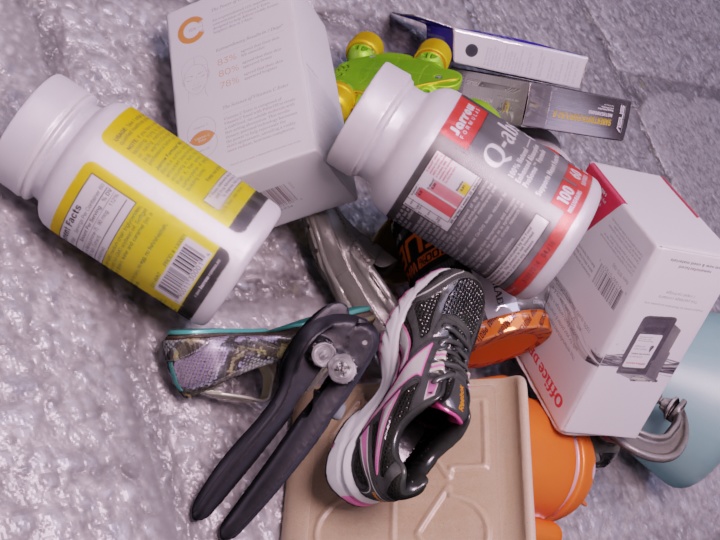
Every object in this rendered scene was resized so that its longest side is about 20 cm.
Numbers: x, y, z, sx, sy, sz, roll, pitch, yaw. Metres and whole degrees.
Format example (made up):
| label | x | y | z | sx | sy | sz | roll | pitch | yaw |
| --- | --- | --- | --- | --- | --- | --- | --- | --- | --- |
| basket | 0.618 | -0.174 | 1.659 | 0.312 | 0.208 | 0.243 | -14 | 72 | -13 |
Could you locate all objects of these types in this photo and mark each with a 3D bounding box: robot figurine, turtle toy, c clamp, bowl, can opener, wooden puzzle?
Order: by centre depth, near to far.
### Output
| label | x | y | z | sx | sy | sz | roll | pitch | yaw |
| --- | --- | --- | --- | --- | --- | --- | --- | --- | --- |
| can opener | -0.054 | 0.116 | 0.794 | 0.063 | 0.079 | 0.200 | 31 | 83 | -3 |
| wooden puzzle | 0.038 | 0.175 | 0.831 | 0.046 | 0.200 | 0.185 | 69 | 20 | -50 |
| robot figurine | 0.132 | 0.169 | 0.955 | 0.200 | 0.117 | 0.144 | 14 | 10 | -37 |
| c clamp | 0.246 | 0.105 | 1.035 | 0.200 | 0.027 | 0.171 | 40 | 34 | 25 |
| turtle toy | 0.048 | -0.168 | 1.088 | 0.200 | 0.101 | 0.146 | 10 | 42 | 14 |
| bowl | 0.329 | 0.123 | 1.140 | 0.105 | 0.201 | 0.201 | 22 | 47 | -6 |

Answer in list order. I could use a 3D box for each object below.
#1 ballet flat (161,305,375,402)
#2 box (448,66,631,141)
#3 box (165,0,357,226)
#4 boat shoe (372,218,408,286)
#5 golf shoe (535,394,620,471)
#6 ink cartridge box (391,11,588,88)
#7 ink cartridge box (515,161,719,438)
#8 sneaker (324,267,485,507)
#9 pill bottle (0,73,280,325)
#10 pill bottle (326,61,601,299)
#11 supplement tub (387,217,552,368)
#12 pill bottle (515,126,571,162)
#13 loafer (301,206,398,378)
| label | x | y | z | sx | sy | sz | roll | pitch | yaw |
| --- | --- | --- | --- | --- | --- | --- | --- | --- | --- |
| ballet flat | -0.070 | 0.072 | 0.866 | 0.200 | 0.072 | 0.072 | -6 | 68 | -37 |
| box | 0.179 | -0.193 | 1.190 | 0.158 | 0.200 | 0.048 | 1 | 105 | -36 |
| box | -0.090 | -0.147 | 0.934 | 0.097 | 0.124 | 0.200 | 47 | 30 | -59 |
| boat shoe | 0.068 | -0.038 | 1.072 | 0.074 | 0.066 | 0.200 | 49 | 52 | 3 |
| golf shoe | 0.205 | 0.123 | 1.094 | 0.073 | 0.092 | 0.200 | 6 | 37 | -24 |
| ink cartridge box | 0.138 | -0.256 | 1.211 | 0.200 | 0.043 | 0.198 | 13 | 13 | -8 |
| ink cartridge box | 0.223 | 0.029 | 0.932 | 0.083 | 0.200 | 0.145 | 8 | 32 | -20 |
| sneaker | 0.057 | 0.092 | 0.794 | 0.080 | 0.086 | 0.200 | 34 | 68 | -29 |
| pill bottle | -0.172 | -0.056 | 0.808 | 0.200 | 0.114 | 0.114 | 34 | 43 | -6 |
| pill bottle | 0.080 | -0.074 | 0.841 | 0.200 | 0.116 | 0.116 | 32 | 43 | -2 |
| supplement tub | 0.097 | -0.020 | 0.959 | 0.122 | 0.123 | 0.200 | 3 | 61 | -42 |
| pill bottle | 0.181 | -0.071 | 1.169 | 0.112 | 0.112 | 0.200 | 35 | 43 | -21 |
| loafer | 0.000 | 0.000 | 0.970 | 0.070 | 0.070 | 0.200 | -23 | 84 | -6 |
